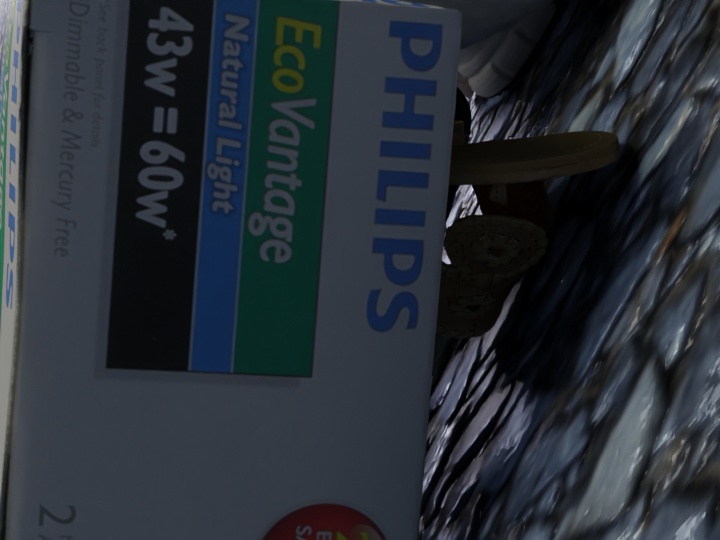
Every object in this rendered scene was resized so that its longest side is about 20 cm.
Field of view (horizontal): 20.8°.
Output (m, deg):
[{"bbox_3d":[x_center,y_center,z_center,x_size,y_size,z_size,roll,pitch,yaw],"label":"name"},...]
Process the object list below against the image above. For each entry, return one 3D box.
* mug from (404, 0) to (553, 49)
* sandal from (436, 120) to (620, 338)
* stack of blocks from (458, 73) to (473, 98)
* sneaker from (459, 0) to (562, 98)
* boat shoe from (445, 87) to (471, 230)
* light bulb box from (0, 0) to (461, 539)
[{"bbox_3d":[0.019,-0.188,0.800,0.175,0.201,0.148,-19,-2,19],"label":"mug"},{"bbox_3d":[0.034,-0.013,0.684,0.212,0.077,0.070,-161,64,-70],"label":"sandal"},{"bbox_3d":[-0.020,-0.150,0.978,0.059,0.200,0.115,-59,35,22],"label":"stack of blocks"},{"bbox_3d":[0.079,-0.177,0.883,0.200,0.080,0.074,-58,6,17],"label":"sneaker"},{"bbox_3d":[-0.002,-0.002,0.853,0.066,0.074,0.200,-30,-36,-49],"label":"boat shoe"},{"bbox_3d":[-0.059,0.004,0.631,0.200,0.124,0.199,-148,62,-75],"label":"light bulb box"}]
